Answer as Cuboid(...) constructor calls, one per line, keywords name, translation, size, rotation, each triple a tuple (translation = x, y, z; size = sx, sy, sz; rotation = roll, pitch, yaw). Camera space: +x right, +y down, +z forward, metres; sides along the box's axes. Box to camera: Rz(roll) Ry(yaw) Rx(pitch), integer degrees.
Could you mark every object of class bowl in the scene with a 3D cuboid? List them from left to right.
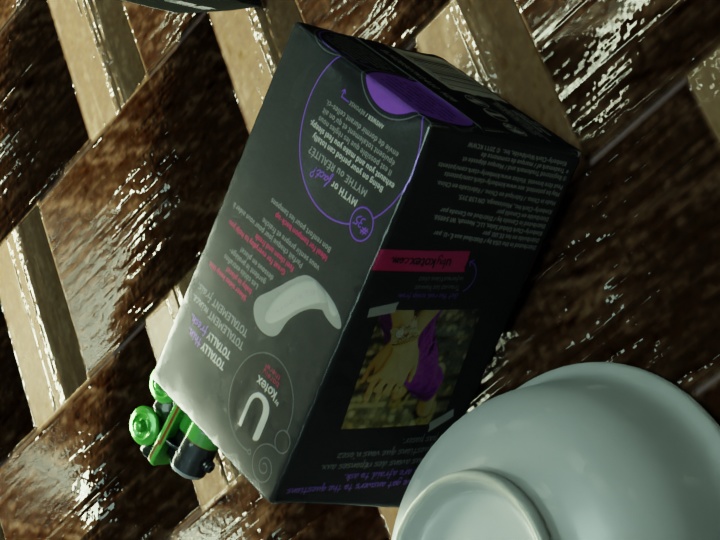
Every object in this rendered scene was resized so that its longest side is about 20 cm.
Cuboid(name="bowl", translation=(0.076, 0.138, 0.885), size=(0.200, 0.090, 0.203), rotation=(-9, 77, 45))

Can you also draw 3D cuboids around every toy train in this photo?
Cuboid(name="toy train", translation=(-0.066, 0.029, 1.086), size=(0.056, 0.042, 0.201), rotation=(39, 112, 30))

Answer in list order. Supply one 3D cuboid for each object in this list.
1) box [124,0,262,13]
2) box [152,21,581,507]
Cuboid(name="box", translation=(-0.130, -0.257, 1.101), size=(0.086, 0.163, 0.202), rotation=(3, 86, 46))
Cuboid(name="box", translation=(0.000, 0.000, 0.970), size=(0.122, 0.105, 0.201), rotation=(41, 114, 43))
